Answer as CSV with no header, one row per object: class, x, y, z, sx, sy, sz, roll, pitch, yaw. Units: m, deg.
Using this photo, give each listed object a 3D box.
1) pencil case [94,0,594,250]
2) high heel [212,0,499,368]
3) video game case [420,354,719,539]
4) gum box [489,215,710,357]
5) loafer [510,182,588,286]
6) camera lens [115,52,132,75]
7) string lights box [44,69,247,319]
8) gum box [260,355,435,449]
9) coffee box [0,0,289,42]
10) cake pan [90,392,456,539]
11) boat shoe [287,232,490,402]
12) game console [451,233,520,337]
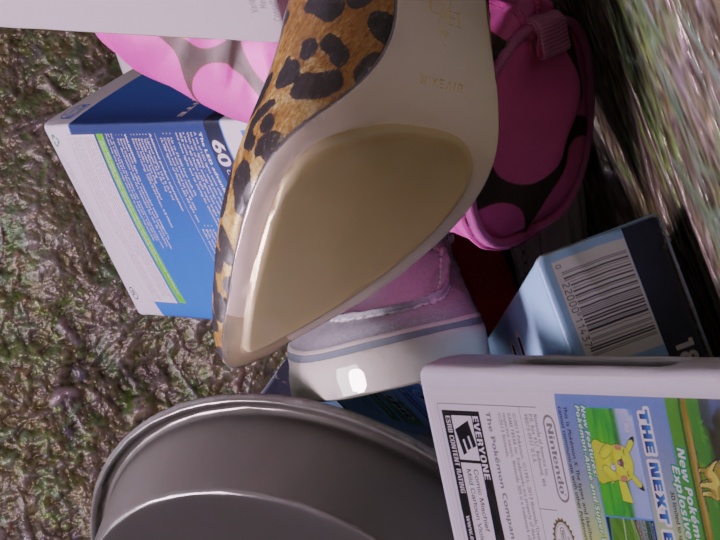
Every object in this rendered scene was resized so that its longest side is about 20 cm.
pencil case,-0.008,-0.084,0.966,0.199,0.091,0.094,28,108,33
high heel,-0.005,-0.077,0.893,0.071,0.201,0.143,22,-160,-30
video game case,0.090,0.124,0.831,0.182,0.022,0.201,-2,101,61
gum box,0.096,0.085,0.953,0.200,0.044,0.171,106,145,-80
loafer,0.033,-0.083,1.041,0.070,0.069,0.201,-122,13,-80
camera lens,-0.046,-0.132,1.376,0.160,0.159,0.201,76,174,-70
string lights box,-0.052,-0.033,1.211,0.200,0.059,0.103,4,124,58
gum box,-0.013,0.123,1.138,0.045,0.170,0.200,44,-166,28
coffee box,-0.112,-0.215,0.904,0.200,0.196,0.201,74,-155,-55
cake pan,-0.013,0.132,0.977,0.037,0.199,0.201,-56,-43,-45
boat shoe,0.001,0.000,1.001,0.201,0.070,0.072,-119,16,-81
game console,0.058,-0.003,1.178,0.200,0.031,0.178,-83,-29,-74
